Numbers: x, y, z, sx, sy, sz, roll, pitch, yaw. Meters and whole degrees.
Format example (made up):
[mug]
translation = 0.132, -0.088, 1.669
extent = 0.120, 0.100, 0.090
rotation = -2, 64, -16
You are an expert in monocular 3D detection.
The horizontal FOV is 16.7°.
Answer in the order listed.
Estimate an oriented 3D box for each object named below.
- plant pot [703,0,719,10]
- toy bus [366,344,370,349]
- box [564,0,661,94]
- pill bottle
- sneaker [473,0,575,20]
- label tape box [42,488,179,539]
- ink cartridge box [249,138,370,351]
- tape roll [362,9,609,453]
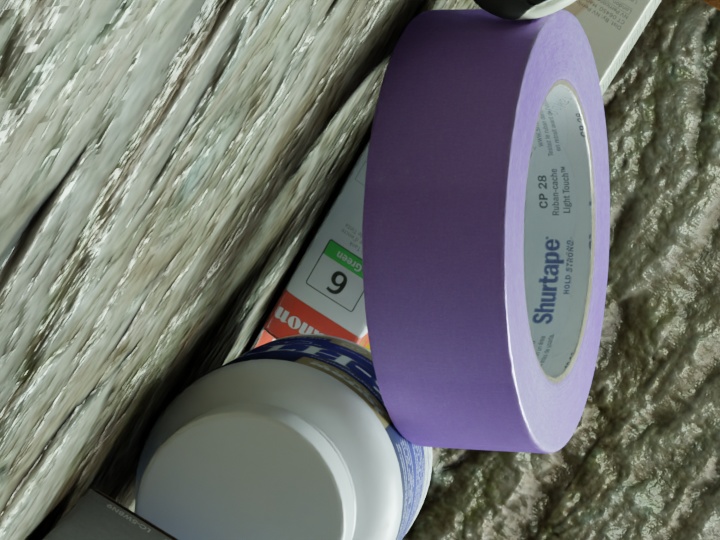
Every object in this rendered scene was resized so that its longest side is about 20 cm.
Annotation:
[plant pot]
translation = 0.228, -0.233, 1.390
extent = 0.140, 0.200, 0.200
rotation = -18, 143, -56
[toy bus]
translation = -0.028, 0.088, 1.346
extent = 0.078, 0.065, 0.200
rotation = -40, -177, 23
[box]
translation = 0.088, -0.095, 1.393
extent = 0.200, 0.078, 0.095
rotation = -58, 175, -1
[pill bottle]
translation = -0.036, 0.096, 1.103
extent = 0.120, 0.120, 0.200
rotation = -58, 176, 7
[sneaker]
translation = 0.109, -0.177, 1.118
extent = 0.200, 0.070, 0.093
rotation = -59, 170, -24
[label tape box]
translation = -0.145, 0.190, 0.929
extent = 0.144, 0.063, 0.200
rotation = -60, 175, 28
[ink cartridge box]
translation = 0.000, 0.000, 1.267
extent = 0.200, 0.050, 0.109
rotation = -61, 174, 24
[tape roll]
translation = 0.061, -0.018, 1.113
extent = 0.200, 0.066, 0.201
rotation = 2, 90, -73
